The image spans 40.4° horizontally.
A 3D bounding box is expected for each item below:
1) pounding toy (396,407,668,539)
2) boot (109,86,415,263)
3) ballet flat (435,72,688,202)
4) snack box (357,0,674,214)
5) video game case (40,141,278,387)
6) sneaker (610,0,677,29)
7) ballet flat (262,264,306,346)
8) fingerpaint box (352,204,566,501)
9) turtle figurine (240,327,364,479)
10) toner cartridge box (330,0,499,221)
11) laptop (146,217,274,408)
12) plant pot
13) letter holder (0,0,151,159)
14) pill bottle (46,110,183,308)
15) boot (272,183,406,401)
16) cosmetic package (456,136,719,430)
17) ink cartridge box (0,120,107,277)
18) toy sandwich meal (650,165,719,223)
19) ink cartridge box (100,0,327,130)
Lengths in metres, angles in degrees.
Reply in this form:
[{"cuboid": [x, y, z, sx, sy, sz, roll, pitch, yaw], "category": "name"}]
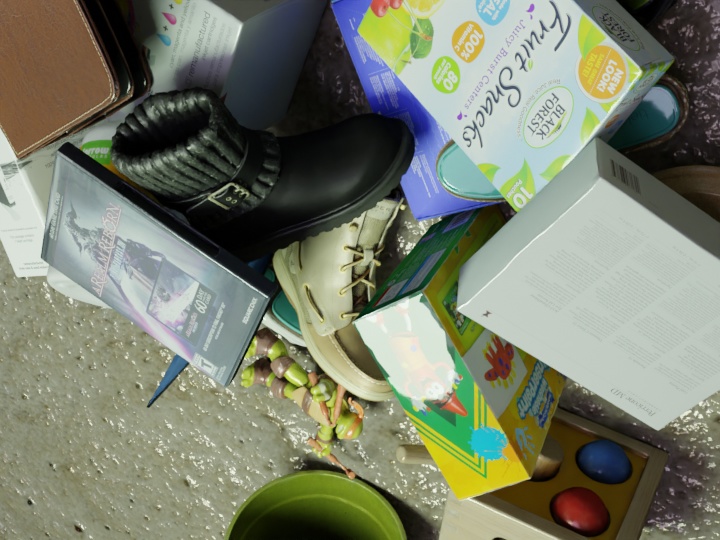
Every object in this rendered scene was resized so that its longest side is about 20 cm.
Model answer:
[{"cuboid": [0.149, 0.197, 0.866, 0.198, 0.184, 0.144, 21, 126, 21], "category": "pounding toy"}, {"cuboid": [-0.072, -0.095, 0.770, 0.209, 0.080, 0.158, -28, 138, 8], "category": "boot"}, {"cuboid": [0.155, -0.103, 0.758, 0.198, 0.065, 0.071, -13, 106, 25], "category": "ballet flat"}, {"cuboid": [0.099, -0.160, 0.689, 0.201, 0.053, 0.143, 51, 136, 17], "category": "snack box"}, {"cuboid": [-0.170, 0.001, 0.797, 0.199, 0.019, 0.143, 33, 139, 2], "category": "video game case"}, {"cuboid": [0.170, -0.195, 0.694, 0.199, 0.083, 0.071, -31, 97, 40], "category": "sneaker"}, {"cuboid": [-0.083, 0.035, 1.008, 0.198, 0.069, 0.070, 27, 128, 22], "category": "ballet flat"}, {"cuboid": [0.094, 0.057, 0.806, 0.073, 0.200, 0.168, -25, 103, 31], "category": "fingerpaint box"}, {"cuboid": [-0.052, 0.126, 1.025, 0.160, 0.064, 0.201, 34, 154, 21], "category": "turtle figurine"}, {"cuboid": [0.057, -0.148, 0.818, 0.094, 0.043, 0.202, -10, 110, 35], "category": "toner cartridge box"}, {"cuboid": [-0.161, -0.013, 0.930, 0.187, 0.115, 0.201, -45, 70, 29], "category": "laptop"}, {"cuboid": [-0.050, 0.365, 1.103, 0.198, 0.201, 0.195, 23, 139, 19], "category": "plant pot"}, {"cuboid": [-0.238, -0.213, 0.743, 0.141, 0.101, 0.202, -19, 104, 37], "category": "letter holder"}, {"cuboid": [-0.221, -0.071, 0.936, 0.109, 0.203, 0.111, 9, 164, 3], "category": "pill bottle"}, {"cuboid": [0.000, 0.000, 0.889, 0.201, 0.072, 0.156, 60, 135, 33], "category": "boot"}, {"cuboid": [0.190, 0.018, 0.692, 0.199, 0.052, 0.151, 31, 128, -18], "category": "cosmetic package"}, {"cuboid": [-0.316, -0.115, 1.006, 0.083, 0.144, 0.202, -2, 114, 33], "category": "ink cartridge box"}, {"cuboid": [0.263, 0.005, 0.764, 0.203, 0.070, 0.208, 13, 122, 22], "category": "toy sandwich meal"}, {"cuboid": [-0.156, -0.221, 0.845, 0.199, 0.145, 0.146, 35, 130, 12], "category": "ink cartridge box"}]
